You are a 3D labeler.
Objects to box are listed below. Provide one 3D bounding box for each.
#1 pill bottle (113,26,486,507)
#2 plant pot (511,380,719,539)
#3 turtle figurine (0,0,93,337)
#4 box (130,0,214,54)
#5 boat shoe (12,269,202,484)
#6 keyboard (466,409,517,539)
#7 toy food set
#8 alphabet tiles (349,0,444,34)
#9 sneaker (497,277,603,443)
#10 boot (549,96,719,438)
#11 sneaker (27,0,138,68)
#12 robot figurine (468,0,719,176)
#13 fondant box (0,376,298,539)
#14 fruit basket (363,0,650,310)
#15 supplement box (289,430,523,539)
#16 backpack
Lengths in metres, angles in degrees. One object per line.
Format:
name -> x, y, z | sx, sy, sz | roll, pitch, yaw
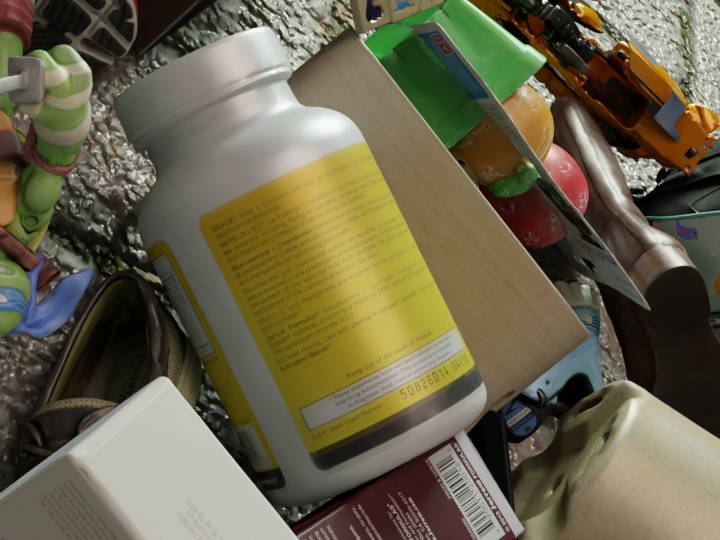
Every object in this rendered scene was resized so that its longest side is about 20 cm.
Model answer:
pill bottle -> -0.032, -0.003, 0.784 | 0.112, 0.112, 0.200 | -27, 91, -53
plant pot -> 0.161, 0.164, 0.887 | 0.183, 0.200, 0.201 | 39, 39, -5
turtle figurine -> -0.186, -0.079, 0.720 | 0.200, 0.144, 0.194 | 21, 45, -41
box -> -0.079, -0.257, 0.950 | 0.166, 0.164, 0.200 | 50, 38, -7
boat shoe -> -0.116, 0.079, 0.721 | 0.200, 0.073, 0.065 | -85, 158, -52
keyboard -> 0.044, 0.172, 0.820 | 0.040, 0.104, 0.200 | 9, 52, -15
toy food set -> 0.000, 0.000, 0.870 | 0.200, 0.143, 0.060 | 52, 3, 0
alphabet tiles -> 0.001, -0.224, 0.864 | 0.166, 0.006, 0.200 | -34, 115, -58
sneaker -> 0.077, 0.049, 0.961 | 0.200, 0.078, 0.090 | 7, 61, -44
boot -> 0.166, 0.006, 1.101 | 0.200, 0.064, 0.187 | -118, -166, -50
sneaker -> -0.183, -0.187, 0.863 | 0.200, 0.077, 0.085 | 42, 34, -17
robot figurine -> 0.144, -0.146, 1.144 | 0.200, 0.058, 0.145 | 43, -2, -16
fondant box -> -0.095, 0.145, 0.598 | 0.144, 0.200, 0.058 | 52, 36, -4
fruit basket -> 0.077, -0.063, 1.003 | 0.200, 0.094, 0.185 | 56, -3, -14
supplement box -> -0.027, 0.145, 0.748 | 0.200, 0.109, 0.061 | -25, 82, -52
backpack -> 0.298, -0.021, 1.153 | 0.176, 0.200, 0.154 | -32, 103, -55
